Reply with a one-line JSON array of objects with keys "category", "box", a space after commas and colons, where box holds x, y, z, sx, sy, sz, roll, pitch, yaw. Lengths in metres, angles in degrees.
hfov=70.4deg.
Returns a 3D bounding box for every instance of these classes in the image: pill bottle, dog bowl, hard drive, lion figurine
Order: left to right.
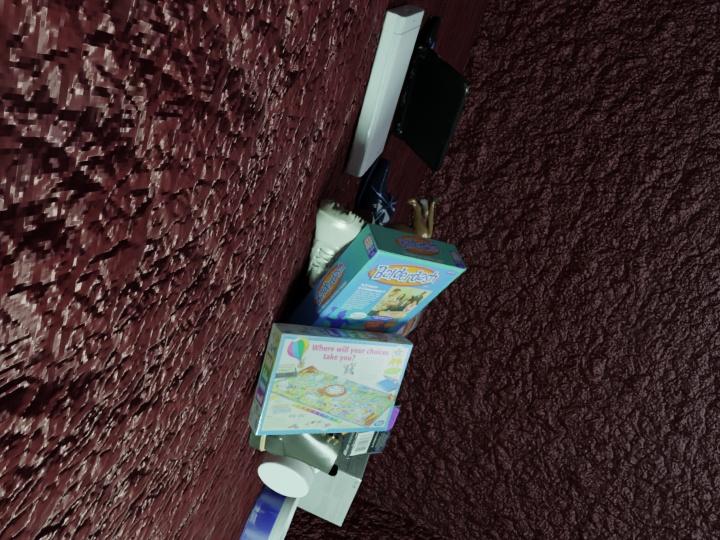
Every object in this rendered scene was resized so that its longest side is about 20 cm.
[{"category": "dog bowl", "box": [-0.206, 0.574, 1.149, 0.200, 0.078, 0.202, 21, 90, -84]}, {"category": "pill bottle", "box": [-0.102, 0.298, 0.940, 0.201, 0.113, 0.115, -63, 172, -48]}, {"category": "hard drive", "box": [0.032, -0.240, 0.682, 0.132, 0.026, 0.202, -60, 170, -56]}, {"category": "lion figurine", "box": [0.076, -0.072, 1.023, 0.072, 0.198, 0.124, 83, -6, -89]}]

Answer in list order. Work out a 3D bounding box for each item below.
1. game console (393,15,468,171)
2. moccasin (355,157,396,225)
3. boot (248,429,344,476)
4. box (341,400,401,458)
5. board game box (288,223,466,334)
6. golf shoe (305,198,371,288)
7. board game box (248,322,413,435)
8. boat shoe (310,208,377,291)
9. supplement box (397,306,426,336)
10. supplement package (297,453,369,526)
[{"category": "game console", "box": [0.139, -0.322, 0.939, 0.201, 0.115, 0.177, 105, 9, -54]}, {"category": "moccasin", "box": [0.029, -0.108, 0.921, 0.081, 0.068, 0.201, -62, 171, -47]}, {"category": "boot", "box": [-0.072, 0.195, 0.728, 0.078, 0.137, 0.202, -59, 168, -57]}, {"category": "box", "box": [-0.028, 0.285, 1.096, 0.105, 0.199, 0.123, 8, 108, -42]}, {"category": "board game box", "box": [0.018, 0.031, 0.672, 0.200, 0.151, 0.045, -47, -132, 35]}, {"category": "golf shoe", "box": [-0.033, -0.019, 0.662, 0.098, 0.078, 0.200, -60, 171, -14]}, {"category": "board game box", "box": [-0.035, 0.145, 0.670, 0.034, 0.198, 0.136, 33, -71, 55]}, {"category": "boat shoe", "box": [-0.018, -0.002, 0.796, 0.061, 0.071, 0.203, 66, 39, -51]}, {"category": "supplement box", "box": [0.005, 0.084, 0.846, 0.199, 0.110, 0.086, -33, 154, -35]}, {"category": "supplement package", "box": [-0.095, 0.493, 1.293, 0.147, 0.198, 0.193, -60, 170, -59]}]
